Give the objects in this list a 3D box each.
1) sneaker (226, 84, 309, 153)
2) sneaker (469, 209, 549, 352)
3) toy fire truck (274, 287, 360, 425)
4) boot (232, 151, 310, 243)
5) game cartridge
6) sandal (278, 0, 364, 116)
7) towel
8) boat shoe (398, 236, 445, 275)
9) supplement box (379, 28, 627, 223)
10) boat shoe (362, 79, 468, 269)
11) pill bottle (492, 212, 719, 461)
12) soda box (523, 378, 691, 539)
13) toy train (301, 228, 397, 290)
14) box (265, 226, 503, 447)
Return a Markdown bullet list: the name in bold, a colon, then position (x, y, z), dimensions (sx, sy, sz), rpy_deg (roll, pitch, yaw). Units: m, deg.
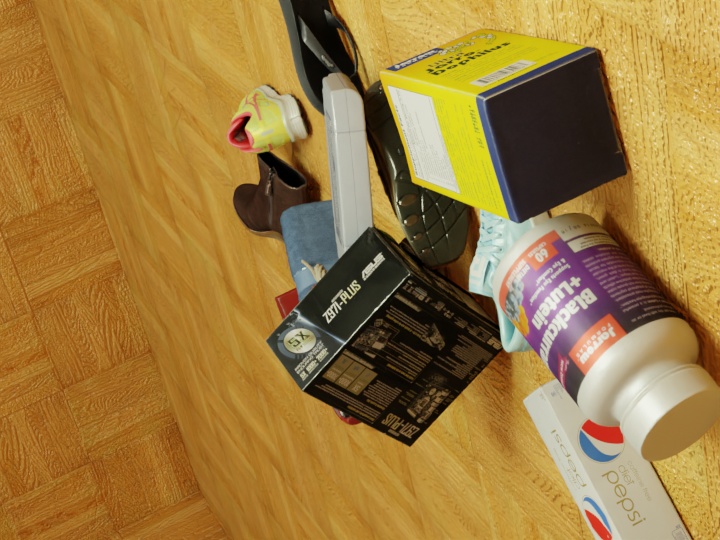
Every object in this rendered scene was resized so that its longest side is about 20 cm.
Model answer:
- **sneaker**: position (-0.140, -0.193, 2.031), dimensions (0.078, 0.090, 0.200), rpy_deg (67, 165, -11)
- **sneaker**: position (0.134, -0.015, 1.437), dimensions (0.201, 0.082, 0.074), rpy_deg (69, 163, -10)
- **toy fire truck**: position (-0.053, 0.125, 2.286), dimensions (0.201, 0.049, 0.141), rpy_deg (68, 164, -12)
- **boot**: position (-0.119, -0.109, 2.118), dimensions (0.200, 0.072, 0.167), rpy_deg (40, 154, 37)
- **game cartridge**: position (-0.012, -0.097, 1.613), dimensions (0.133, 0.041, 0.201), rpy_deg (-97, 2, -73)
- **sandal**: position (-0.042, -0.253, 1.683), dimensions (0.043, 0.076, 0.201), rpy_deg (-11, 105, 46)
- **towel**: position (-0.027, 0.006, 1.859), dimensions (0.049, 0.111, 0.200), rpy_deg (104, 155, -54)
- **boat shoe**: position (0.066, 0.051, 1.770), dimensions (0.070, 0.070, 0.200), rpy_deg (-133, 26, -55)
- **supplement box**: position (0.115, -0.126, 1.291), dimensions (0.200, 0.109, 0.109), rpy_deg (29, 141, 63)
- **boat shoe**: position (0.056, -0.099, 1.600), dimensions (0.074, 0.075, 0.201), rpy_deg (135, 118, -78)
- **pill bottle**: position (0.204, 0.056, 1.265), dimensions (0.200, 0.111, 0.112), rpy_deg (54, 160, 35)
- **soda box**: position (0.232, 0.191, 1.457), dimensions (0.200, 0.064, 0.068), rpy_deg (63, 164, 10)
- **toy train**: position (0.000, 0.000, 1.733), dimensions (0.116, 0.084, 0.200), rpy_deg (-59, 44, 20)
- **box**: position (0.031, 0.072, 1.601), dimensions (0.200, 0.164, 0.086), rpy_deg (32, -166, -47)
